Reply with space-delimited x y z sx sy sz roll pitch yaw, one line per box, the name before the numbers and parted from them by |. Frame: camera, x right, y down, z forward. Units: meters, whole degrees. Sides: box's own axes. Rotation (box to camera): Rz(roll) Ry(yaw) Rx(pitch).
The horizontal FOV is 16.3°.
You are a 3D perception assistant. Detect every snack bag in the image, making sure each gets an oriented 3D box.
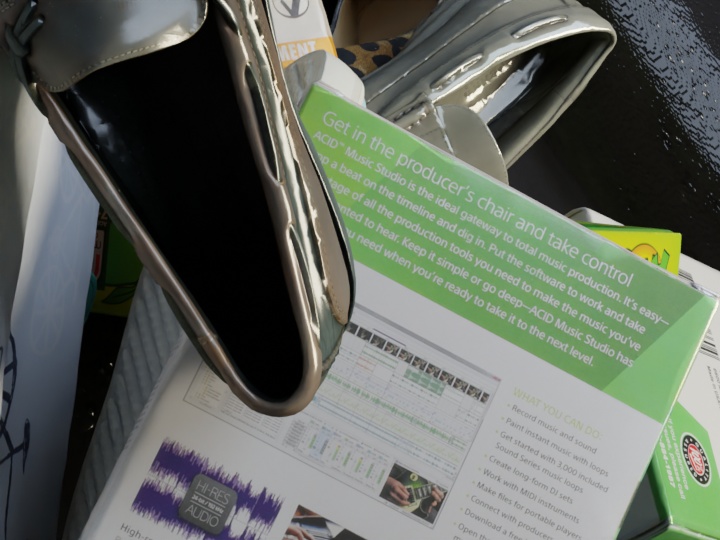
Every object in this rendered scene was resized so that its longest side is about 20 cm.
snack bag | -0.105 0.032 0.708 0.200 0.021 0.190 48 47 -79

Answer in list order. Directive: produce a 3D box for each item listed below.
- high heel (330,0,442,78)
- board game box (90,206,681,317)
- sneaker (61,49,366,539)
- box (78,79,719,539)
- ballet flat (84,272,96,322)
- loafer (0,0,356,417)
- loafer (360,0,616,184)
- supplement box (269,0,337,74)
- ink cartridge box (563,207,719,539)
high heel | -0.006 -0.117 1.103 0.142 0.071 0.201 36 44 -45
board game box | 0.000 0.000 0.882 0.101 0.199 0.048 -1 96 -57
sneaker | -0.030 0.031 0.807 0.082 0.074 0.201 27 78 -28
box | 0.004 0.065 0.743 0.144 0.036 0.201 28 77 -6
ballet flat | -0.155 0.023 0.773 0.063 0.069 0.200 33 23 13
loafer | -0.053 -0.052 0.661 0.063 0.072 0.201 -97 161 -67
loafer | 0.027 -0.049 1.016 0.200 0.070 0.070 -48 138 -24
supplement box | -0.096 -0.137 0.874 0.125 0.074 0.201 -11 73 -19
ink cartridge box | 0.139 0.077 1.069 0.199 0.084 0.147 22 46 -46
